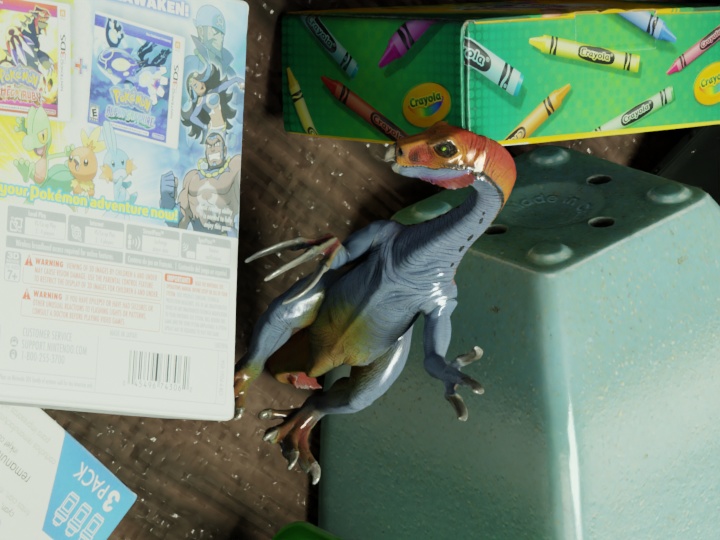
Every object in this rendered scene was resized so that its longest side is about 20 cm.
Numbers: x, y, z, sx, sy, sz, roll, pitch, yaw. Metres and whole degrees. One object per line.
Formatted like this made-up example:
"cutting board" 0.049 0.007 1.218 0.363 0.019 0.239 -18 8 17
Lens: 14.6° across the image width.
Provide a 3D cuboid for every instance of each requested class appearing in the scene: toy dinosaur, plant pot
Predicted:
"toy dinosaur" 0.000 0.000 1.247 0.105 0.200 0.182 39 104 -14
"plant pot" 0.099 0.055 1.376 0.196 0.195 0.201 -25 120 -35

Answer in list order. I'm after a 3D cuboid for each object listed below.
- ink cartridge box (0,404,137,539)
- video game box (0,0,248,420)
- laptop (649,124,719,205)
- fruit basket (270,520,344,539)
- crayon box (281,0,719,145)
"ink cartridge box" -0.200 0.139 1.192 0.200 0.068 0.115 -54 138 -10
"video game box" -0.130 -0.036 1.141 0.199 0.047 0.183 9 83 -48
"laptop" 0.229 -0.122 1.541 0.187 0.116 0.200 6 135 -47
"fruit basket" -0.057 0.210 1.295 0.215 0.155 0.217 -10 107 -36
"crayon box" 0.075 -0.094 1.306 0.199 0.118 0.059 -8 101 -44
